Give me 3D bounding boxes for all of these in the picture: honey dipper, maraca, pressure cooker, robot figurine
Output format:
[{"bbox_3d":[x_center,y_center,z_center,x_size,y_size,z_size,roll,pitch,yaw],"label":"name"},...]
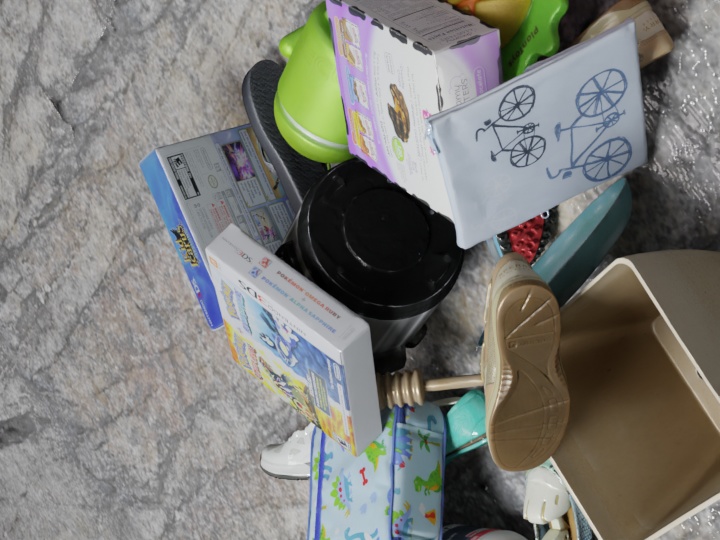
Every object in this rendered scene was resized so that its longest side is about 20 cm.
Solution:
[{"bbox_3d":[0.114,0.110,1.555,0.198,0.038,0.038,-7,103,7],"label":"honey dipper"},{"bbox_3d":[0.129,-0.244,1.402,0.138,0.106,0.201,-57,37,37],"label":"maraca"},{"bbox_3d":[0.003,0.000,1.586,0.177,0.177,0.200,26,155,-4],"label":"pressure cooker"},{"bbox_3d":[-0.019,-0.194,1.590,0.176,0.115,0.201,52,135,26],"label":"robot figurine"}]

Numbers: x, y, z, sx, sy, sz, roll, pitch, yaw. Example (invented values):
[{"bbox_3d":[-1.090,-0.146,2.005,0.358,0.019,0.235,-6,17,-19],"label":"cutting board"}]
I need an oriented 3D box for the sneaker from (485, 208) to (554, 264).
[{"bbox_3d":[0.123,-0.092,1.525,0.095,0.079,0.202,-25,78,59],"label":"sneaker"}]

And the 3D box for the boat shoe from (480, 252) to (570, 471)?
[{"bbox_3d":[0.136,0.079,1.315,0.065,0.070,0.202,-106,13,-56],"label":"boat shoe"}]

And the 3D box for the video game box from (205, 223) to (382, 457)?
[{"bbox_3d":[-0.063,0.070,1.522,0.182,0.047,0.201,38,155,27],"label":"video game box"}]

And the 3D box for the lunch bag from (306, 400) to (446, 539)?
[{"bbox_3d":[0.011,0.234,1.619,0.160,0.082,0.202,-22,58,49],"label":"lunch bag"}]

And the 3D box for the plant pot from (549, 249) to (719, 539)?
[{"bbox_3d":[0.275,0.096,1.345,0.201,0.176,0.200,59,138,13],"label":"plant pot"}]

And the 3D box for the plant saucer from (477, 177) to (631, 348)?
[{"bbox_3d":[0.180,0.000,1.408,0.027,0.200,0.200,40,135,-2],"label":"plant saucer"}]

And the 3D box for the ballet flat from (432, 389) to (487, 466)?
[{"bbox_3d":[0.077,0.182,1.674,0.200,0.067,0.071,-39,70,41],"label":"ballet flat"}]

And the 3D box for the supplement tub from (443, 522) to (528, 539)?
[{"bbox_3d":[0.088,0.339,1.663,0.199,0.140,0.142,-2,103,46],"label":"supplement tub"}]

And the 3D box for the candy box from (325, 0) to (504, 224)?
[{"bbox_3d":[0.054,-0.160,1.428,0.200,0.071,0.169,39,145,51],"label":"candy box"}]

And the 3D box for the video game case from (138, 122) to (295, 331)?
[{"bbox_3d":[-0.124,-0.055,1.706,0.045,0.180,0.202,-29,83,49],"label":"video game case"}]

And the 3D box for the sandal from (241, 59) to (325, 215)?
[{"bbox_3d":[-0.084,-0.131,1.712,0.043,0.076,0.202,-22,89,46],"label":"sandal"}]

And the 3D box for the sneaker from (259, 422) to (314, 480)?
[{"bbox_3d":[-0.038,0.179,1.799,0.199,0.075,0.117,-5,93,39],"label":"sneaker"}]

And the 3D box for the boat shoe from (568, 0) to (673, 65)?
[{"bbox_3d":[0.197,-0.162,1.401,0.065,0.071,0.200,54,137,7],"label":"boat shoe"}]

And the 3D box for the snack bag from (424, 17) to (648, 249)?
[{"bbox_3d":[0.154,-0.111,1.338,0.021,0.199,0.189,61,175,36],"label":"snack bag"}]

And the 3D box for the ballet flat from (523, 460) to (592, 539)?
[{"bbox_3d":[0.197,0.259,1.572,0.074,0.074,0.202,-4,101,47],"label":"ballet flat"}]
